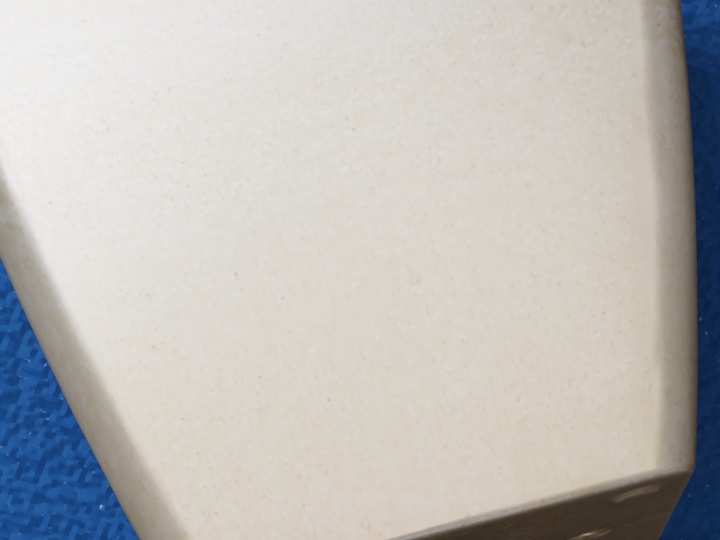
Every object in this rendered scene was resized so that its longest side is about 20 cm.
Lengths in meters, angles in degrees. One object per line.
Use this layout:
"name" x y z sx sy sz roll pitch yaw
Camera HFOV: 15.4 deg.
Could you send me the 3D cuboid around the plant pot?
"plant pot" 0.000 0.000 0.739 0.199 0.200 0.177 -14 75 -2
